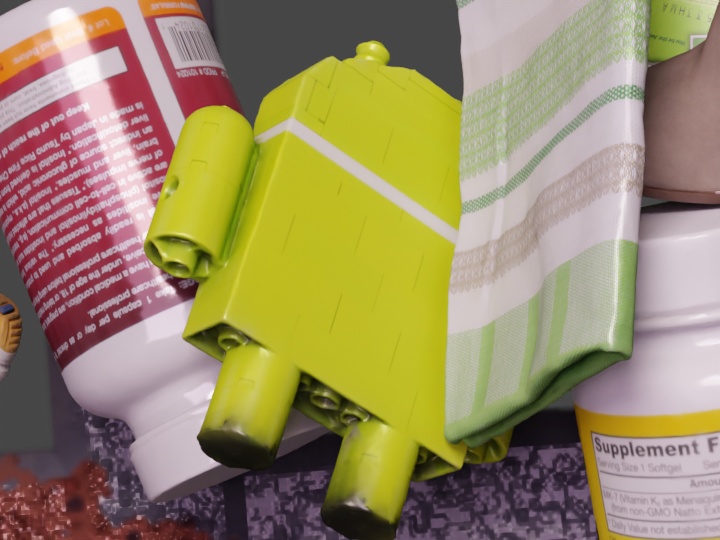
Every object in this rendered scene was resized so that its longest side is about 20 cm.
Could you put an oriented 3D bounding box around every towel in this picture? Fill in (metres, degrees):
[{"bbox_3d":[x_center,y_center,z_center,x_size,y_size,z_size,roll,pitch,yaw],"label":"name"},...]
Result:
[{"bbox_3d":[0.066,-0.047,0.878,0.030,0.149,0.202,10,69,-16],"label":"towel"}]

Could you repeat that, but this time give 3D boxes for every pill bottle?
[{"bbox_3d":[-0.086,-0.012,0.968,0.112,0.113,0.201,-25,82,13],"label":"pill bottle"},{"bbox_3d":[0.142,0.077,0.886,0.113,0.114,0.202,-9,98,14],"label":"pill bottle"}]

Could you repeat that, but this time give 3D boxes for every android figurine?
[{"bbox_3d":[0.000,0.000,0.928,0.041,0.181,0.201,-25,42,48],"label":"android figurine"}]

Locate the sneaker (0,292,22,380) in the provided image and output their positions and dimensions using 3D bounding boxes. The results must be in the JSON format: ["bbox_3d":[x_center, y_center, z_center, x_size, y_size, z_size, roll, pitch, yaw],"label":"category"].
[{"bbox_3d":[-0.250,0.020,1.031,0.199,0.075,0.089,24,95,15],"label":"sneaker"}]

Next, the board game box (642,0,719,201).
[{"bbox_3d":[0.178,-0.067,0.933,0.198,0.048,0.102,14,93,15],"label":"board game box"}]

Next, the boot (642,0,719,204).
[{"bbox_3d":[0.155,-0.099,0.834,0.198,0.147,0.071,-5,47,16],"label":"boot"}]
